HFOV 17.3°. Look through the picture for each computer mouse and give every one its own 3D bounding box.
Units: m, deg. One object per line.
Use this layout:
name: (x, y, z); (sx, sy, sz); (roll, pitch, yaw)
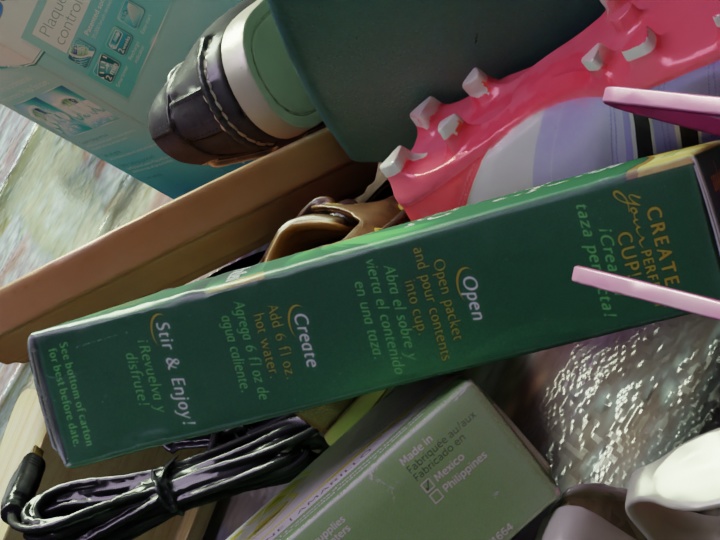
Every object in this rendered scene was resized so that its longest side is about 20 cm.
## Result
computer mouse: (-0.068, 0.060, 0.938); (0.140, 0.046, 0.200); (-20, 22, 9)

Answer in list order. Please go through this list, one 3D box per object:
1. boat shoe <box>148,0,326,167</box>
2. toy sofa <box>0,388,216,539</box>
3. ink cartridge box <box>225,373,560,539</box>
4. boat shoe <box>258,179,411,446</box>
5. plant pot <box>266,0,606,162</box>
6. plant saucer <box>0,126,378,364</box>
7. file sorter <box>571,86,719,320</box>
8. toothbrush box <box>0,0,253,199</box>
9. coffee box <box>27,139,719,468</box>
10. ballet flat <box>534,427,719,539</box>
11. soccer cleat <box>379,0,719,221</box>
boat shoe: (-0.027, -0.091, 0.979); (0.062, 0.073, 0.200); (-26, 7, 27)
toy sofa: (-0.127, 0.141, 1.000); (0.097, 0.082, 0.201); (-24, 42, 63)
ink cartridge box: (-0.019, 0.093, 0.738); (0.145, 0.048, 0.200); (-41, 4, -5)
boat shoe: (0.000, 0.000, 0.869); (0.072, 0.067, 0.200); (-52, 7, 18)
plant pot: (0.032, -0.142, 0.838); (0.201, 0.140, 0.142); (83, -172, -45)
plant saucer: (-0.074, -0.010, 0.968); (0.199, 0.032, 0.200); (-26, 3, 1)
file sorter: (0.143, -0.071, 0.552); (0.139, 0.125, 0.201); (18, 94, 67)
toothbrush box: (-0.102, -0.132, 1.111); (0.085, 0.199, 0.147); (-11, 53, 62)
coffee box: (0.016, 0.008, 0.703); (0.199, 0.044, 0.123); (-15, 1, 16)
ballet flat: (0.086, 0.076, 0.639); (0.200, 0.069, 0.070); (-32, 36, 51)
soccer cleat: (0.091, -0.049, 0.777); (0.200, 0.076, 0.067); (-25, 28, 45)
